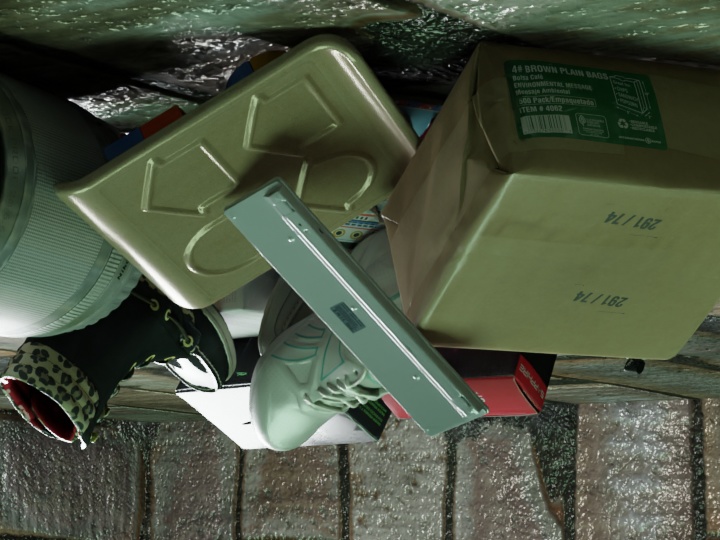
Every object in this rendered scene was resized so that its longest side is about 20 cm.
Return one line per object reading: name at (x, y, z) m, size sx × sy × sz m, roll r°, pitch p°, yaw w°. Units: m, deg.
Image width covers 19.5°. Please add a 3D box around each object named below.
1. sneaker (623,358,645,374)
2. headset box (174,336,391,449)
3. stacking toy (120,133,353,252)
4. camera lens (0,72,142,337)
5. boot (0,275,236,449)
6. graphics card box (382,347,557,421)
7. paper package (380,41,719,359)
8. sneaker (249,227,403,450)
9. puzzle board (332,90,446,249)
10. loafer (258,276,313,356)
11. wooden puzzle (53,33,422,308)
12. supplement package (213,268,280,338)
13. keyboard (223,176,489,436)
sneaker at (0.158, 0.019, 1.636) m, size 0.200 × 0.074 × 0.118 m, roll 18°, pitch 158°, yaw 45°
headset box at (-0.038, 0.050, 1.724) m, size 0.174 × 0.200 × 0.093 m, roll -7°, pitch 139°, yaw 48°
stacking toy at (-0.098, -0.059, 1.491) m, size 0.199 × 0.086 × 0.085 m, roll 5°, pitch 171°, yaw -3°
camera lens at (-0.238, -0.043, 1.316) m, size 0.159 × 0.161 × 0.200 m, roll -3°, pitch 171°, yaw 23°
boot at (-0.172, 0.066, 1.491) m, size 0.073 × 0.154 × 0.204 m, roll 7°, pitch 147°, yaw 31°
graphics card box at (0.096, 0.015, 1.558) m, size 0.125 × 0.200 × 0.051 m, roll -5°, pitch 140°, yaw 35°
paper package at (0.137, -0.038, 1.294) m, size 0.199 × 0.104 × 0.191 m, roll 4°, pitch 143°, yaw -21°
sneaker at (-0.011, 0.063, 1.461) m, size 0.070 × 0.080 × 0.200 m, roll 14°, pitch 125°, yaw -38°
puzzle board at (0.034, -0.059, 1.416) m, size 0.199 × 0.017 × 0.151 m, roll 6°, pitch 139°, yaw -28°
loafer at (0.000, 0.000, 1.546) m, size 0.070 × 0.200 × 0.070 m, roll 16°, pitch 146°, yaw 40°
wooden puzzle at (-0.068, -0.065, 1.296) m, size 0.200 × 0.046 × 0.185 m, roll -27°, pitch 150°, yaw 8°
supplement package at (-0.112, -0.013, 1.637) m, size 0.200 × 0.120 × 0.121 m, roll -7°, pitch 168°, yaw 44°
keyboard at (-0.002, 0.025, 1.289) m, size 0.200 × 0.011 × 0.056 m, roll 48°, pitch 141°, yaw -15°
